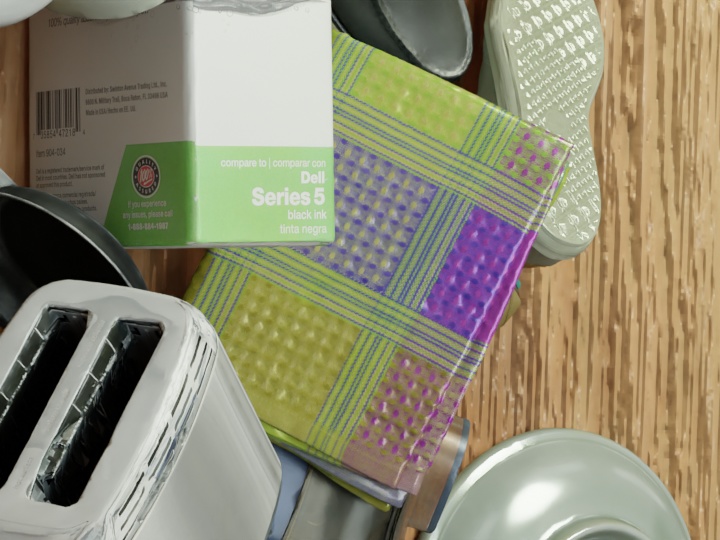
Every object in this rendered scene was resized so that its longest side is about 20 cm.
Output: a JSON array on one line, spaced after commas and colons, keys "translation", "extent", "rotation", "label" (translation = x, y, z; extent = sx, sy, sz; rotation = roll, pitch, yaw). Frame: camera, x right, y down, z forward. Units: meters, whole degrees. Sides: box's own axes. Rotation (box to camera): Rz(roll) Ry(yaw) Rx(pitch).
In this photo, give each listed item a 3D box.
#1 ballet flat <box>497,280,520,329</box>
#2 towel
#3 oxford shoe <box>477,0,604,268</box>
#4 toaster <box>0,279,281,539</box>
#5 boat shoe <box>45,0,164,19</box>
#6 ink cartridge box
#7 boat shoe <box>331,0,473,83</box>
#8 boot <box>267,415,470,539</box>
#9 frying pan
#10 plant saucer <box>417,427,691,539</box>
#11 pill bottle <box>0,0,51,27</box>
[{"translation": [0.009, -0.034, 1.475], "extent": [0.063, 0.069, 0.200], "rotation": [-47, 114, -16], "label": "ballet flat"}, {"translation": [0.000, 0.000, 1.420], "extent": [0.144, 0.023, 0.200], "rotation": [26, 90, -1], "label": "towel"}, {"translation": [0.086, -0.085, 1.516], "extent": [0.075, 0.058, 0.200], "rotation": [20, 53, -27], "label": "oxford shoe"}, {"translation": [-0.109, 0.094, 1.259], "extent": [0.129, 0.114, 0.200], "rotation": [73, 36, -48], "label": "toaster"}, {"translation": [-0.143, -0.181, 1.290], "extent": [0.070, 0.201, 0.072], "rotation": [-25, 134, -16], "label": "boat shoe"}, {"translation": [-0.085, -0.110, 1.360], "extent": [0.084, 0.145, 0.200], "rotation": [0, 90, -36], "label": "ink cartridge box"}, {"translation": [0.007, -0.178, 1.476], "extent": [0.074, 0.063, 0.201], "rotation": [-37, 111, -31], "label": "boat shoe"}, {"translation": [-0.027, 0.149, 1.464], "extent": [0.097, 0.075, 0.200], "rotation": [23, 87, -6], "label": "boot"}, {"translation": [-0.168, -0.022, 1.339], "extent": [0.190, 0.115, 0.031], "rotation": [42, 57, -6], "label": "frying pan"}, {"translation": [0.115, 0.184, 1.558], "extent": [0.200, 0.050, 0.200], "rotation": [-1, 91, -34], "label": "plant saucer"}, {"translation": [-0.206, -0.151, 1.243], "extent": [0.111, 0.200, 0.111], "rotation": [0, 90, -34], "label": "pill bottle"}]
